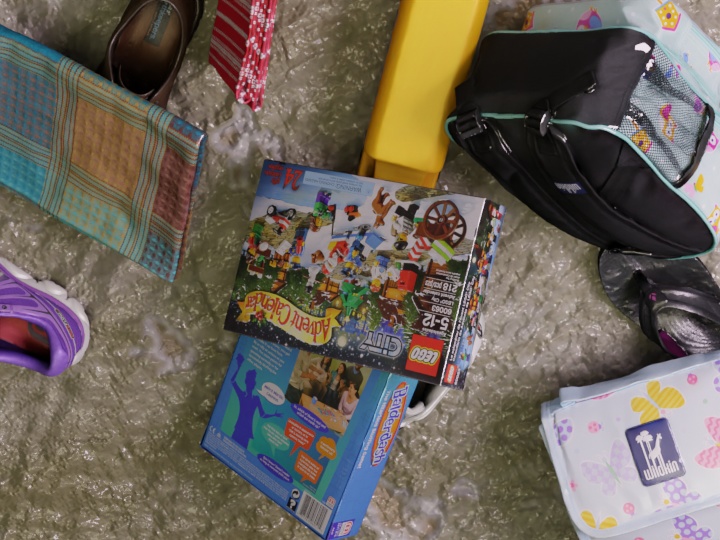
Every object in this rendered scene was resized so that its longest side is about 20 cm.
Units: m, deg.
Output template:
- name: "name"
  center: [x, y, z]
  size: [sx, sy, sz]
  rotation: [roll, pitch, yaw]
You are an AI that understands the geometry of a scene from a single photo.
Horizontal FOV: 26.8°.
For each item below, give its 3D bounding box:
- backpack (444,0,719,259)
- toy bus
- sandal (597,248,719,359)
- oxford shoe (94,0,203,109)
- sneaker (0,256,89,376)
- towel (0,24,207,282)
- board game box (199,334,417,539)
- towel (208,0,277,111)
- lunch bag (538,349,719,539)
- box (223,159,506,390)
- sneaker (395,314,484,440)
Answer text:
- name: "backpack"
  center: [0.186, -0.099, 1.094]
  size: [0.200, 0.175, 0.154]
  rotation: [44, 65, -32]
- name: "toy bus"
  center: [0.048, -0.143, 1.140]
  size: [0.065, 0.078, 0.201]
  rotation: [15, 110, -1]
- name: "sandal"
  center: [0.268, 0.048, 1.211]
  size: [0.075, 0.048, 0.200]
  rotation: [-39, 104, 16]
- name: "oxford shoe"
  center: [-0.180, -0.131, 1.158]
  size: [0.072, 0.084, 0.201]
  rotation: [18, 112, -5]
- name: "sneaker"
  center: [-0.313, 0.021, 1.221]
  size: [0.199, 0.083, 0.081]
  rotation: [26, 109, -5]
- name: "towel"
  center: [-0.212, -0.089, 1.150]
  size: [0.200, 0.022, 0.147]
  rotation: [29, 131, 15]
- name: "board game box"
  center: [-0.034, 0.088, 1.199]
  size: [0.152, 0.045, 0.201]
  rotation: [32, 110, 33]
- name: "towel"
  center: [-0.082, -0.229, 1.085]
  size: [0.022, 0.145, 0.201]
  rotation: [3, 111, -18]
- name: "lunch bag"
  center: [0.249, 0.166, 1.202]
  size: [0.169, 0.127, 0.201]
  rotation: [-17, 115, 15]
- name: "box"
  center: [0.000, 0.000, 1.124]
  size: [0.199, 0.038, 0.137]
  rotation: [12, 87, 33]
- name: "sneaker"
  center: [0.015, 0.100, 1.227]
  size: [0.200, 0.089, 0.074]
  rotation: [-41, 104, 18]
